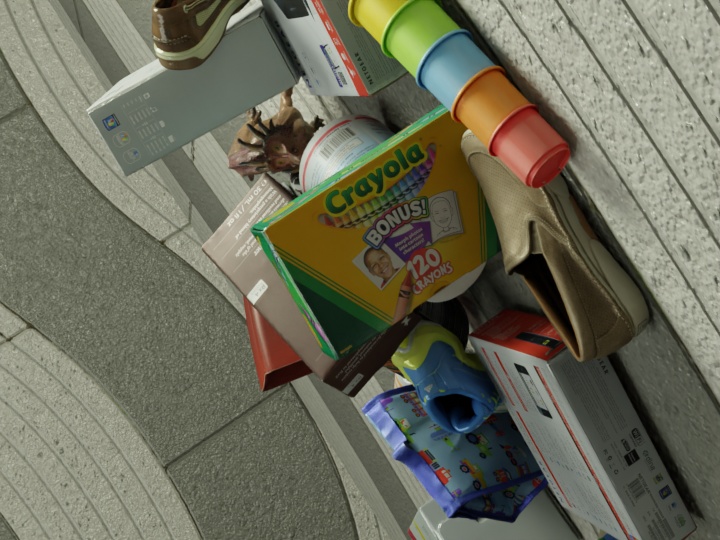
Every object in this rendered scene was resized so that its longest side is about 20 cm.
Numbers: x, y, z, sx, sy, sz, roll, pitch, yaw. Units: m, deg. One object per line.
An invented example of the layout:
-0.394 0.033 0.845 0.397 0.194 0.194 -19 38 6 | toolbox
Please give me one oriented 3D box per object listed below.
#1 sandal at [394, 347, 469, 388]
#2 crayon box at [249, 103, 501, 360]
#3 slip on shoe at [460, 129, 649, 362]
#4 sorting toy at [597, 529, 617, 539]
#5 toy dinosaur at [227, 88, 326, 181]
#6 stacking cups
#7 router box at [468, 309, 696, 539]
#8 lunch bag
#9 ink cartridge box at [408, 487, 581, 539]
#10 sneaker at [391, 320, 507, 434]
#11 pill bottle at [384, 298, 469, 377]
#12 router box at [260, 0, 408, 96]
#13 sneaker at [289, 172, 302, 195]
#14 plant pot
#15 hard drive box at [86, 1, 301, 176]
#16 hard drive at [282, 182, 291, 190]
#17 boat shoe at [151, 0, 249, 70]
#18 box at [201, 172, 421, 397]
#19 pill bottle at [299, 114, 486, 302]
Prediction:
0.081 0.112 1.444 0.060 0.079 0.207 56 160 12 | sandal
0.027 -0.035 0.956 0.120 0.199 0.058 59 168 -11 | crayon box
0.130 -0.022 0.893 0.201 0.060 0.076 55 163 9 | slip on shoe
0.292 0.365 1.224 0.199 0.069 0.201 52 167 27 | sorting toy
-0.105 -0.138 1.343 0.086 0.136 0.199 42 141 -17 | toy dinosaur
0.069 -0.136 0.864 0.201 0.060 0.061 53 168 23 | stacking cups
0.191 0.138 1.066 0.201 0.049 0.179 60 168 -12 | router box
0.099 0.188 1.275 0.199 0.094 0.151 9 -144 -54 | lunch bag
0.159 0.325 1.482 0.145 0.145 0.200 54 168 15 | ink cartridge box
0.105 0.126 1.178 0.199 0.076 0.106 26 -147 -42 | sneaker
0.029 0.041 1.225 0.106 0.106 0.200 50 -171 31 | pill bottle
-0.046 -0.253 1.065 0.201 0.049 0.179 61 168 -16 | router box
-0.028 -0.089 1.394 0.116 0.075 0.200 56 180 -17 | sneaker
-0.066 0.031 1.585 0.200 0.198 0.178 117 132 -77 | plant pot
-0.160 -0.192 1.219 0.077 0.198 0.156 60 -168 -17 | hard drive box
-0.063 -0.024 1.787 0.201 0.027 0.132 54 168 16 | hard drive
-0.142 -0.280 1.132 0.075 0.074 0.204 73 -155 -45 | boat shoe
-0.049 0.012 1.116 0.200 0.100 0.075 43 -176 29 | box
0.031 -0.057 1.111 0.200 0.108 0.109 46 164 46 | pill bottle
